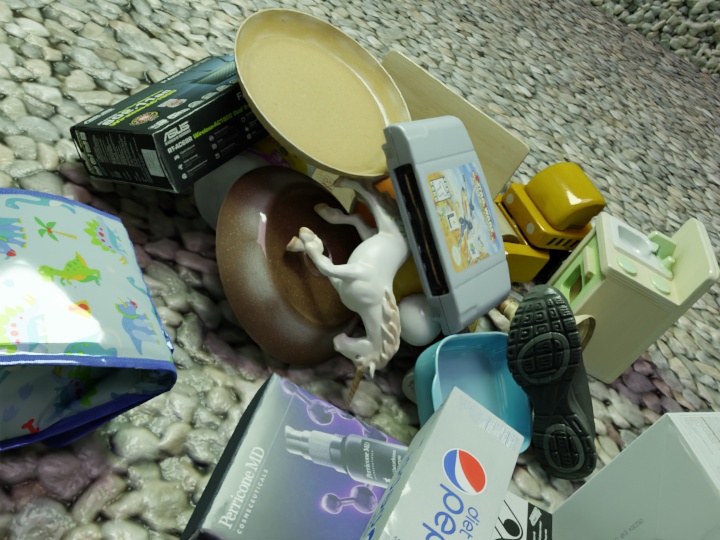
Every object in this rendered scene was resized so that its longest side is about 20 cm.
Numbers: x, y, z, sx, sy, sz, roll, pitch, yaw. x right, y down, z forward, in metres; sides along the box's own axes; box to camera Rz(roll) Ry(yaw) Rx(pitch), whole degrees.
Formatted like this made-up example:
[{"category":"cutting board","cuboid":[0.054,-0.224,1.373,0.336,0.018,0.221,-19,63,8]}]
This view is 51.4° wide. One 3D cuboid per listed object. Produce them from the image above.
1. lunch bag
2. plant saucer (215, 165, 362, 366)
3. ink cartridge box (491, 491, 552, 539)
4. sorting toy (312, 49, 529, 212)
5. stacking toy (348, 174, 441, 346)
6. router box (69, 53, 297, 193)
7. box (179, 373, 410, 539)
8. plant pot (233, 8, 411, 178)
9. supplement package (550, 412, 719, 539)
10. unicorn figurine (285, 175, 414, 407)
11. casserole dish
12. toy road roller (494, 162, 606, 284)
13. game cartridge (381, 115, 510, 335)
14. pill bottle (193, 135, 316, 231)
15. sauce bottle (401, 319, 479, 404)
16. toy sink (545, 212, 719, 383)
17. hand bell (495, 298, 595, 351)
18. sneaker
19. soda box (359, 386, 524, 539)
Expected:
[{"category":"lunch bag","cuboid":[-0.248,0.032,0.535,0.198,0.128,0.171,-9,51,-31]},{"category":"plant saucer","cuboid":[-0.052,-0.010,0.726,0.200,0.036,0.202,21,62,-46]},{"category":"ink cartridge box","cuboid":[0.103,0.266,0.600,0.093,0.044,0.201,28,36,-4]},{"category":"sorting toy","cuboid":[0.070,-0.126,0.913,0.199,0.199,0.070,38,20,7]},{"category":"stacking toy","cuboid":[0.061,-0.002,0.785,0.145,0.146,0.201,18,41,-19]},{"category":"router box","cuboid":[-0.169,-0.157,0.763,0.149,0.063,0.200,11,40,40]},{"category":"box","cuboid":[-0.020,0.196,0.536,0.199,0.105,0.148,29,36,-6]},{"category":"plant pot","cuboid":[-0.036,-0.167,0.722,0.199,0.027,0.201,21,48,-26]},{"category":"supplement package","cuboid":[0.309,0.238,0.664,0.198,0.192,0.148,6,44,-31]},{"category":"unicorn figurine","cuboid":[0.000,0.000,0.690,0.137,0.074,0.201,38,67,-8]},{"category":"casserole dish","cuboid":[0.109,0.123,0.723,0.199,0.039,0.122,4,76,-53]},{"category":"toy road roller","cuboid":[0.232,-0.073,1.006,0.199,0.146,0.123,4,44,-35]},{"category":"game cartridge","cuboid":[0.090,-0.051,0.736,0.133,0.041,0.202,-23,97,-49]},{"category":"pill bottle","cuboid":[-0.104,-0.124,0.844,0.104,0.105,0.201,28,36,-6]},{"category":"sauce bottle","cuboid":[0.090,0.066,0.805,0.066,0.066,0.200,34,34,1]},{"category":"toy sink","cuboid":[0.320,0.015,0.926,0.111,0.201,0.131,28,37,-7]},{"category":"hand bell","cuboid":[0.171,0.038,0.900,0.104,0.105,0.200,-12,43,-44]},{"category":"sneaker","cuboid":[0.200,0.108,0.771,0.075,0.202,0.091,-5,14,23]},{"category":"soda box","cuboid":[0.040,0.167,0.468,0.063,0.068,0.200,35,36,4]}]
